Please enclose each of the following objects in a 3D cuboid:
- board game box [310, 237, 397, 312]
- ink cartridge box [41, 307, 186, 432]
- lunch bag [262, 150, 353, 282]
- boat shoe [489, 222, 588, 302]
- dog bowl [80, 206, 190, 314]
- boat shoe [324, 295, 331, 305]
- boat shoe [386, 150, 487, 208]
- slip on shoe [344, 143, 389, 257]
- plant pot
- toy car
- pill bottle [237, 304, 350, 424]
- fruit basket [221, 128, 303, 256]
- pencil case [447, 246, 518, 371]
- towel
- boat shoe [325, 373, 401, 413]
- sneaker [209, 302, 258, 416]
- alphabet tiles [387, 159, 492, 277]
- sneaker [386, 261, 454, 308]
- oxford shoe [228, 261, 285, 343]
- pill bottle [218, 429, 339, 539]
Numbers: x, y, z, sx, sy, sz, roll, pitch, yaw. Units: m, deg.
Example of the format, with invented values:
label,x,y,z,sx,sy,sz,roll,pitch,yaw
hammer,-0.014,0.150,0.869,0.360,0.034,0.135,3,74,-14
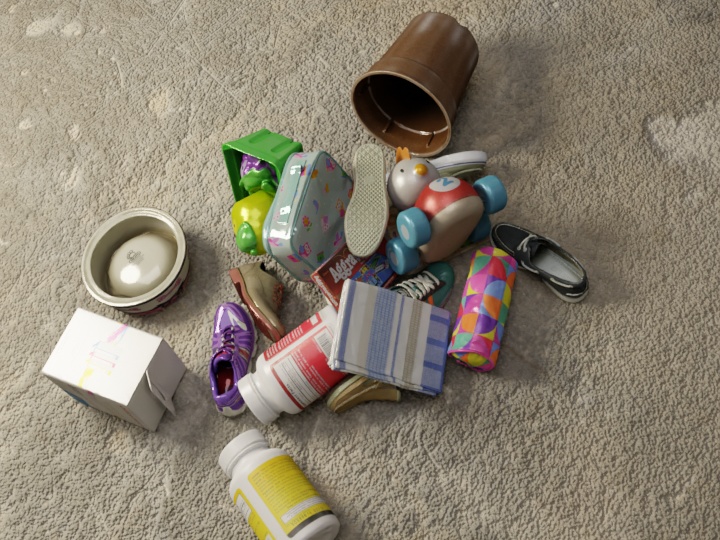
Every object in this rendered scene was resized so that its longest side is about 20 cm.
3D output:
label,x,y,z,sx,sy,sz,roll,pitch,yaw
board game box,0.000,0.000,1.494,0.103,0.019,0.200,52,39,-7
ink cartridge box,-0.394,0.169,1.510,0.197,0.129,0.126,17,66,18
lunch bag,-0.083,-0.093,1.510,0.076,0.160,0.203,-2,62,35
boat shoe,0.299,-0.028,1.515,0.199,0.061,0.076,34,73,25
dog bowl,-0.396,-0.010,1.636,0.197,0.074,0.203,-5,62,9
boat shoe,-0.016,-0.021,1.569,0.071,0.060,0.204,-15,55,35
boat shoe,0.133,-0.161,1.616,0.197,0.072,0.063,-15,83,8
slip on shoe,0.012,-0.111,1.516,0.073,0.061,0.203,3,66,0
plant pot,0.111,-0.349,1.658,0.198,0.201,0.200,19,59,19
toy car,0.106,-0.131,1.511,0.182,0.177,0.201,-24,70,-21
pill bottle,-0.094,0.156,1.461,0.199,0.112,0.113,-36,61,1
fruit basket,-0.175,-0.113,1.566,0.154,0.216,0.217,24,69,28
pencil case,0.200,0.061,1.479,0.087,0.089,0.202,10,63,16
towel,0.049,0.107,1.424,0.198,0.024,0.149,17,70,-22
boat shoe,0.040,0.179,1.458,0.199,0.072,0.077,-33,75,-6
sneaker,-0.216,0.138,1.517,0.079,0.084,0.203,-10,60,5
alphabet tiles,0.124,-0.103,1.620,0.165,0.008,0.202,-24,61,-2
sneaker,0.083,0.050,1.504,0.071,0.080,0.200,38,72,25
oxford shoe,-0.161,0.044,1.542,0.074,0.071,0.200,-27,45,-10
pill bottle,-0.130,0.342,1.376,0.111,0.112,0.200,-38,63,-10
